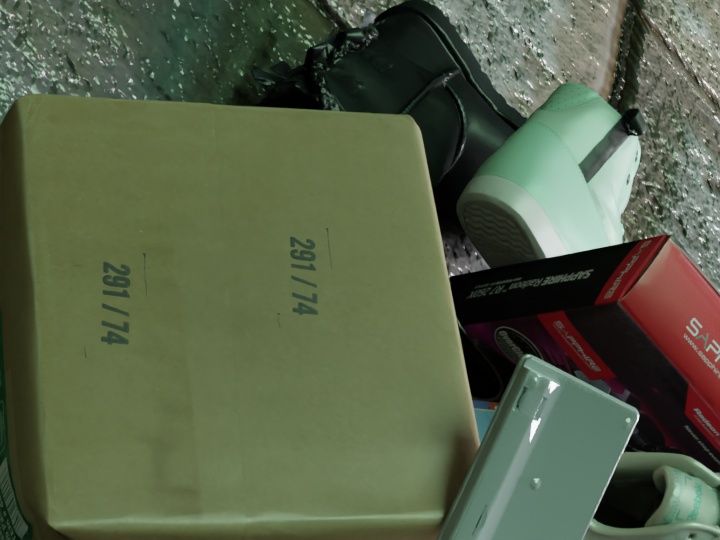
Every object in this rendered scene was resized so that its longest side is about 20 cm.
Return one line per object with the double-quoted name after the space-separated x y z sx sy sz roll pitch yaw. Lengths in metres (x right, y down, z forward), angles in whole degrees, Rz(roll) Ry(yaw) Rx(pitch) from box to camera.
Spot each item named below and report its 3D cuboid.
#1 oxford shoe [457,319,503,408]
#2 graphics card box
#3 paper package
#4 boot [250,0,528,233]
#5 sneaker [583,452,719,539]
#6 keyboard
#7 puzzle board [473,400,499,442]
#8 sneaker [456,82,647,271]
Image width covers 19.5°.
0.000 0.000 1.044 0.200 0.084 0.073 48 36 -13 "oxford shoe"
0.120 0.051 1.062 0.126 0.200 0.051 47 65 -18 "graphics card box"
-0.060 0.036 0.859 0.190 0.104 0.201 2 59 -20 "paper package"
0.036 -0.053 1.144 0.199 0.073 0.162 54 34 -4 "boot"
0.156 0.125 0.933 0.200 0.080 0.071 10 51 0 "sneaker"
0.043 0.133 0.798 0.056 0.011 0.201 27 85 -25 "keyboard"
0.022 0.139 0.953 0.150 0.017 0.201 6 54 -14 "puzzle board"
0.136 -0.007 1.142 0.118 0.074 0.201 -52 130 -28 "sneaker"
